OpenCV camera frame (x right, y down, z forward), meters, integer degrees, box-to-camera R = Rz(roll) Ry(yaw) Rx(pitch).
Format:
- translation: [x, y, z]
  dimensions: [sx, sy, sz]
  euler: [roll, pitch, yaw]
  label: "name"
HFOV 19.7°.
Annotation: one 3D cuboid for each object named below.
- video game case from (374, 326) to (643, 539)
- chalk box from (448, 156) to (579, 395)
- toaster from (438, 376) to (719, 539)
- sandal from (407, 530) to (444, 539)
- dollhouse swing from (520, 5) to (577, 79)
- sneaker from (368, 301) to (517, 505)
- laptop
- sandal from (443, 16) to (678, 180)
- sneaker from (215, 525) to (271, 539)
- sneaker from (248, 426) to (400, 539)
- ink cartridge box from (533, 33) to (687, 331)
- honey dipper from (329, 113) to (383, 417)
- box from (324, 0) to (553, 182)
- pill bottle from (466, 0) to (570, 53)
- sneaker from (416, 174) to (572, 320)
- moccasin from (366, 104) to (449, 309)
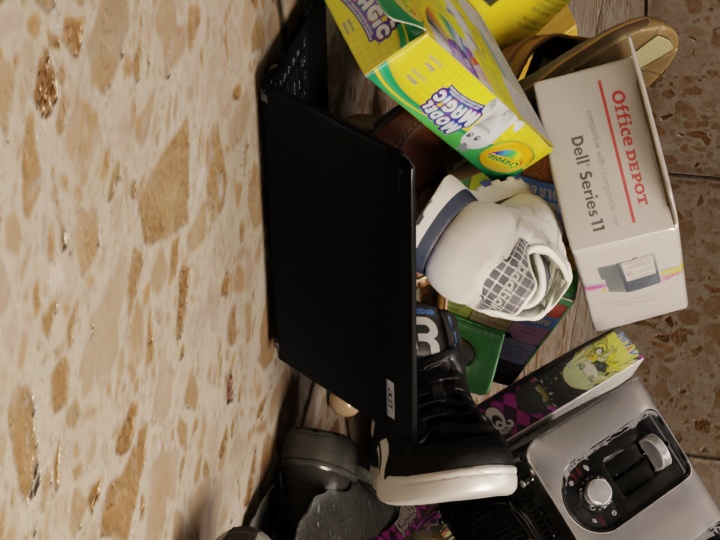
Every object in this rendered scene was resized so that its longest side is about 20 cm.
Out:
- translation: [0.099, 0.135, 1.498]
  dimensions: [0.181, 0.036, 0.200]
  euler: [-27, 160, -27]
  label: "video game case"
- translation: [0.078, -0.012, 1.425]
  dimensions: [0.124, 0.124, 0.201]
  euler: [121, -14, -53]
  label: "chalk box"
- translation: [0.153, 0.185, 1.335]
  dimensions: [0.181, 0.118, 0.200]
  euler: [59, -24, 5]
  label: "toaster"
- translation: [-0.012, 0.242, 1.287]
  dimensions: [0.201, 0.054, 0.080]
  euler: [-60, -174, -18]
  label: "sandal"
- translation: [0.091, -0.163, 1.728]
  dimensions: [0.181, 0.176, 0.200]
  euler: [-36, 150, -15]
  label: "dollhouse swing"
- translation: [0.037, 0.073, 1.187]
  dimensions: [0.200, 0.073, 0.113]
  euler: [166, -80, -78]
  label: "sneaker"
- translation: [0.001, -0.036, 1.168]
  dimensions: [0.200, 0.103, 0.178]
  euler: [-66, 159, -57]
  label: "laptop"
- translation: [0.105, -0.116, 1.320]
  dimensions: [0.080, 0.199, 0.054]
  euler: [20, 47, -58]
  label: "sandal"
- translation: [-0.057, 0.228, 1.092]
  dimensions: [0.079, 0.073, 0.201]
  euler: [-70, 162, -67]
  label: "sneaker"
- translation: [-0.024, 0.162, 1.266]
  dimensions: [0.200, 0.060, 0.105]
  euler: [58, 39, -65]
  label: "sneaker"
- translation: [0.154, -0.051, 1.277]
  dimensions: [0.200, 0.067, 0.118]
  euler: [61, 16, -68]
  label: "ink cartridge box"
- translation: [0.000, 0.000, 1.351]
  dimensions: [0.038, 0.038, 0.201]
  euler: [-46, 142, -72]
  label: "honey dipper"
- translation: [0.032, -0.134, 1.178]
  dimensions: [0.200, 0.048, 0.118]
  euler: [37, 23, -56]
  label: "box"
- translation: [0.103, -0.221, 1.314]
  dimensions: [0.200, 0.114, 0.114]
  euler: [-44, -176, 22]
  label: "pill bottle"
- translation: [0.086, -0.004, 1.190]
  dimensions: [0.077, 0.080, 0.200]
  euler: [-62, 164, 13]
  label: "sneaker"
- translation: [0.031, -0.013, 1.271]
  dimensions: [0.073, 0.078, 0.202]
  euler: [-29, 137, -40]
  label: "moccasin"
